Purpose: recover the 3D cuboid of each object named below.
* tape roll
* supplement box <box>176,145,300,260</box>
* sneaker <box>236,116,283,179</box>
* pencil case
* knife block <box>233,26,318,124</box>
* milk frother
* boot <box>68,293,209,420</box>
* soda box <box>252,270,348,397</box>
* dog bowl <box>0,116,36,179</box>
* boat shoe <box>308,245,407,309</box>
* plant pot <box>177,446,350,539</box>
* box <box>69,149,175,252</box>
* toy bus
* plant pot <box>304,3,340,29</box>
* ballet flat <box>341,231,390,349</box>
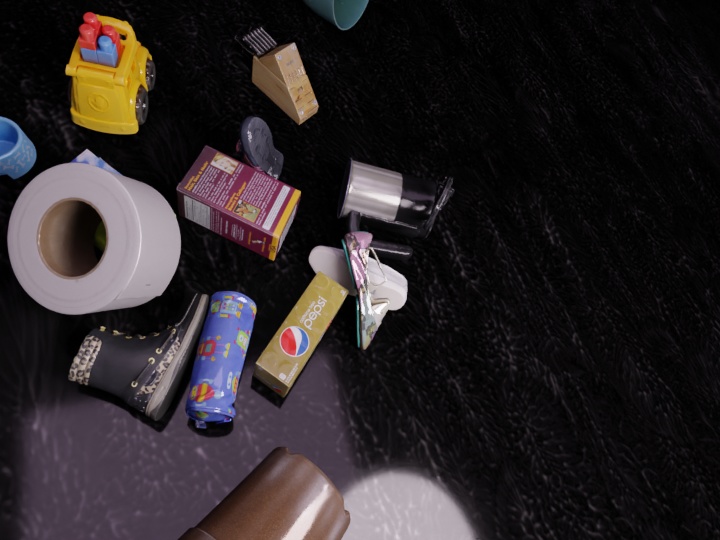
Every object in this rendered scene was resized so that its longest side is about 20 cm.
[{"bbox_3d":[-0.387,-0.044,0.783,0.194,0.139,0.212,0,89,4],"label":"tape roll"},{"bbox_3d":[-0.220,-0.122,0.959,0.194,0.086,0.113,25,58,-3],"label":"supplement box"},{"bbox_3d":[-0.201,-0.223,0.964,0.079,0.200,0.073,19,78,8],"label":"sneaker"},{"bbox_3d":[-0.215,0.138,0.826,0.075,0.087,0.207,-11,56,25],"label":"pencil case"},{"bbox_3d":[-0.196,-0.426,1.155,0.064,0.172,0.205,-41,124,-30],"label":"knife block"},{"bbox_3d":[0.062,-0.139,0.985,0.181,0.202,0.186,11,52,-10],"label":"milk frother"},{"bbox_3d":[-0.332,0.106,0.810,0.149,0.074,0.209,20,59,-3],"label":"boot"},{"bbox_3d":[-0.099,0.104,0.889,0.066,0.064,0.203,32,58,2],"label":"soda box"},{"bbox_3d":[-0.653,-0.188,0.881,0.111,0.050,0.199,44,59,9],"label":"dog bowl"},{"bbox_3d":[0.000,0.000,0.977,0.193,0.074,0.069,21,39,1],"label":"boat shoe"},{"bbox_3d":[-0.122,0.359,0.679,0.199,0.202,0.198,41,51,8],"label":"plant pot"},{"bbox_3d":[-0.433,-0.104,0.904,0.197,0.048,0.123,35,58,2],"label":"box"},{"bbox_3d":[-0.463,-0.391,0.967,0.130,0.194,0.207,6,59,-11],"label":"toy bus"},{"bbox_3d":[-0.075,-0.716,1.268,0.158,0.204,0.202,29,57,15],"label":"plant pot"},{"bbox_3d":[0.014,0.034,0.910,0.068,0.069,0.208,-9,97,-1],"label":"ballet flat"}]
